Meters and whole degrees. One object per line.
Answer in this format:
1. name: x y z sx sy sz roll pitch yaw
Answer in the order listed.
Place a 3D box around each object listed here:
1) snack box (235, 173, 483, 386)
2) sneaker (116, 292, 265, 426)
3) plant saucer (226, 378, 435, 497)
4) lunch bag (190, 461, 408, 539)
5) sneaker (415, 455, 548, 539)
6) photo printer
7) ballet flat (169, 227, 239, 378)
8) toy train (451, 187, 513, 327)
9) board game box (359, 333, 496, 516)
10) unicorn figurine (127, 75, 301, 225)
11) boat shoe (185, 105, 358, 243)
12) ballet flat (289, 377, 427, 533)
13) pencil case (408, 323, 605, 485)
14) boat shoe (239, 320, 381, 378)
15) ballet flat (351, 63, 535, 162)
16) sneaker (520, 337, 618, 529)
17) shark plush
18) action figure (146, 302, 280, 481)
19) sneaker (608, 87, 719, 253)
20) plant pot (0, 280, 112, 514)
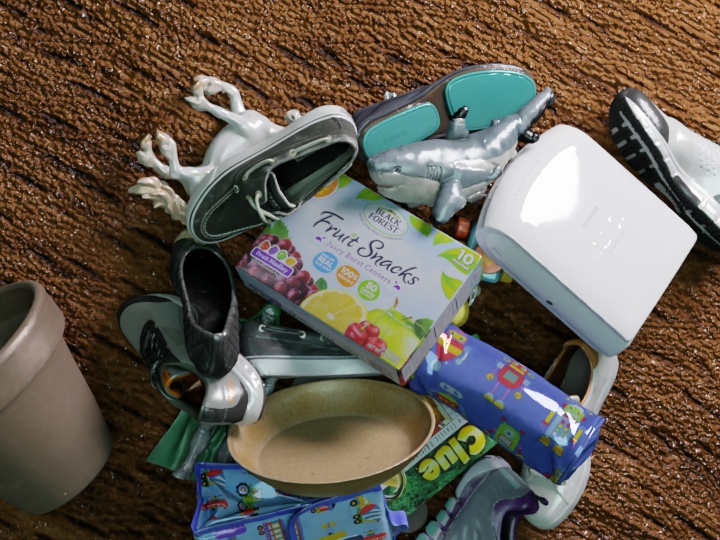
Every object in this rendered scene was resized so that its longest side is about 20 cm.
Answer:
1. snack box: 0.000 0.000 1.574 0.200 0.053 0.142 31 73 20
2. sneaker: -0.178 0.084 1.569 0.079 0.200 0.074 -8 124 -45
3. plant saucer: -0.027 0.165 1.546 0.200 0.200 0.036 -8 114 -4
4. lunch bag: -0.052 0.258 1.583 0.199 0.094 0.151 -9 130 4
5. sneaker: 0.106 0.288 1.629 0.087 0.074 0.200 37 100 35
6. photo printer: 0.220 -0.037 1.611 0.200 0.069 0.166 41 63 -6
7. ballet flat: -0.145 0.021 1.562 0.066 0.200 0.057 4 130 -18
8. toy train: 0.069 -0.008 1.633 0.200 0.056 0.150 -37 97 0
9. board game box: 0.071 0.164 1.638 0.200 0.023 0.105 -38 95 -15
10. unicorn figurine: -0.128 -0.127 1.608 0.137 0.074 0.200 40 105 -16
11. boat shoe: -0.088 -0.083 1.554 0.200 0.064 0.071 -36 125 17
12. ballet flat: -0.005 0.188 1.652 0.067 0.046 0.200 -41 93 -13
13. pencil case: 0.138 0.130 1.576 0.200 0.078 0.087 32 133 16
14. boat shoe: -0.027 0.078 1.610 0.200 0.069 0.057 0 83 -24
15. ballet flat: 0.075 -0.163 1.610 0.200 0.073 0.073 -22 96 -14
16. sneaker: 0.195 0.161 1.634 0.073 0.085 0.201 14 86 34
17. shark plush: 0.107 -0.119 1.567 0.200 0.091 0.083 -27 112 1
18. action figure: -0.126 0.124 1.632 0.118 0.055 0.200 22 88 -3
19. sneaker: 0.332 -0.113 1.647 0.080 0.074 0.200 -44 101 -15
20. plant pot: -0.335 0.137 1.564 0.200 0.200 0.175 -38 115 -1
